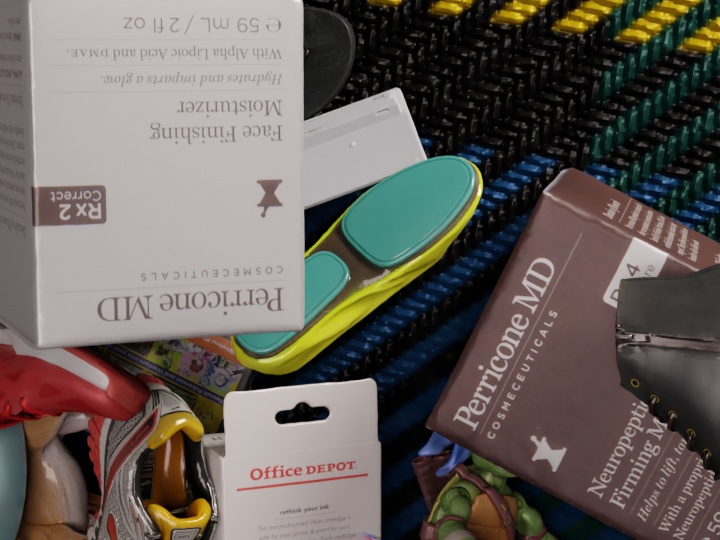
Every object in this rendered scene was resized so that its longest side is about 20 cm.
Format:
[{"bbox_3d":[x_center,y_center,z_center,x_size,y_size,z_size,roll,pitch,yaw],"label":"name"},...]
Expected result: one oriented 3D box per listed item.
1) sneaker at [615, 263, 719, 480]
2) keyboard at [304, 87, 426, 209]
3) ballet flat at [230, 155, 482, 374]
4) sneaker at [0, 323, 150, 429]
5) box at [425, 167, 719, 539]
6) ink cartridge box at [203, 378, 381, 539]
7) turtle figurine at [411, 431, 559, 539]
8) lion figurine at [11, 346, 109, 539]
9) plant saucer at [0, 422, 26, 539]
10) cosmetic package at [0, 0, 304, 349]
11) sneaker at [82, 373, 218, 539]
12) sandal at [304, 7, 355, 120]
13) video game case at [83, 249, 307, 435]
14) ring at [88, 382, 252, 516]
[{"bbox_3d":[0.202,0.094,0.998,0.106,0.075,0.201,-6,88,16],"label":"sneaker"},{"bbox_3d":[-0.058,-0.063,1.193,0.200,0.011,0.056,-20,87,0],"label":"keyboard"},{"bbox_3d":[0.000,0.000,1.185,0.200,0.067,0.067,-39,60,-5],"label":"ballet flat"},{"bbox_3d":[-0.229,0.093,1.142,0.200,0.078,0.116,15,78,35],"label":"sneaker"},{"bbox_3d":[0.173,0.058,1.114,0.200,0.164,0.166,27,103,6],"label":"box"},{"bbox_3d":[-0.050,0.168,1.202,0.117,0.067,0.201,-3,100,-24],"label":"ink cartridge box"},{"bbox_3d":[0.097,0.215,1.166,0.200,0.144,0.194,25,105,10],"label":"turtle figurine"},{"bbox_3d":[-0.213,0.145,1.228,0.122,0.072,0.201,4,101,25],"label":"lion figurine"},{"bbox_3d":[-0.305,0.130,1.242,0.200,0.027,0.201,1,91,40],"label":"plant saucer"},{"bbox_3d":[-0.135,-0.066,1.077,0.164,0.165,0.201,-4,98,-21],"label":"cosmetic package"},{"bbox_3d":[-0.136,0.173,1.157,0.082,0.078,0.201,20,115,53],"label":"sneaker"},{"bbox_3d":[-0.097,-0.120,1.199,0.200,0.048,0.076,-17,95,14],"label":"sandal"},{"bbox_3d":[-0.160,0.026,1.228,0.200,0.026,0.181,26,102,5],"label":"video game case"},{"bbox_3d":[-0.170,0.096,1.263,0.200,0.019,0.201,1,98,10],"label":"ring"}]
